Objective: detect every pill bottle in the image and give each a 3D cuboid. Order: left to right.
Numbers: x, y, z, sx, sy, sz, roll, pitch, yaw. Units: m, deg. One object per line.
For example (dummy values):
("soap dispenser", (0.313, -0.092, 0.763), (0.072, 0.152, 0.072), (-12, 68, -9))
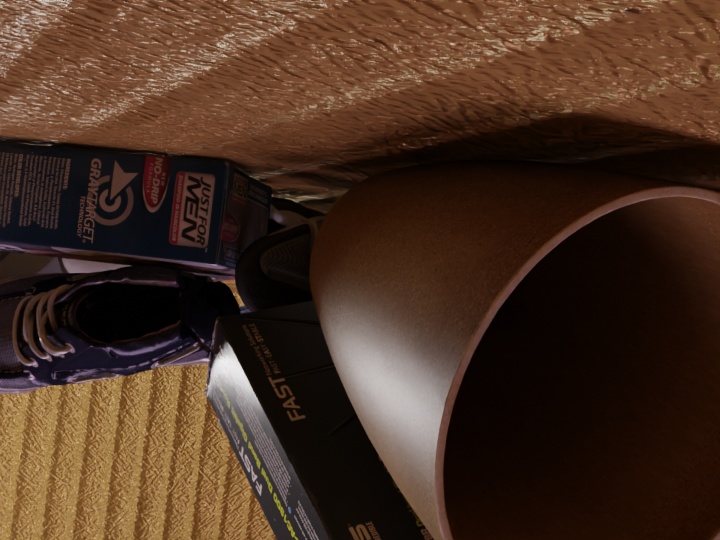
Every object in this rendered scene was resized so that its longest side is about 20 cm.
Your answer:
("pill bottle", (0.141, 0.022, 0.751), (0.110, 0.112, 0.199), (9, 176, -35))

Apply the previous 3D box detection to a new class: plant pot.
("plant pot", (0.060, 0.025, 0.629), (0.185, 0.189, 0.200), (9, -166, -34))

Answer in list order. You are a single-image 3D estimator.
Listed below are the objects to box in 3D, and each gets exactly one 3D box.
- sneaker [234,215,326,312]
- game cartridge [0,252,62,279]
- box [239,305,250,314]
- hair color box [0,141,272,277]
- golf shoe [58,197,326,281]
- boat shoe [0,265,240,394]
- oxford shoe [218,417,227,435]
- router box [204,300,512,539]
("sneaker", (0.000, 0.000, 0.864), (0.198, 0.076, 0.115), (-3, -173, -27))
("game cartridge", (-0.324, -0.011, 1.044), (0.198, 0.133, 0.041), (19, 138, 21))
("box", (-0.021, 0.026, 1.006), (0.199, 0.033, 0.120), (-17, -175, -42))
("hair color box", (-0.161, -0.037, 0.828), (0.197, 0.061, 0.100), (6, 177, 12))
("golf shoe", (-0.117, -0.025, 0.929), (0.197, 0.078, 0.088), (-3, 167, 13))
("boat shoe", (-0.176, 0.029, 0.817), (0.197, 0.076, 0.093), (-9, 169, 9))
("oxford shoe", (-0.010, 0.056, 0.893), (0.074, 0.071, 0.199), (19, -147, 31))
("router box", (0.024, 0.096, 0.710), (0.148, 0.063, 0.201), (-11, -136, -25))
